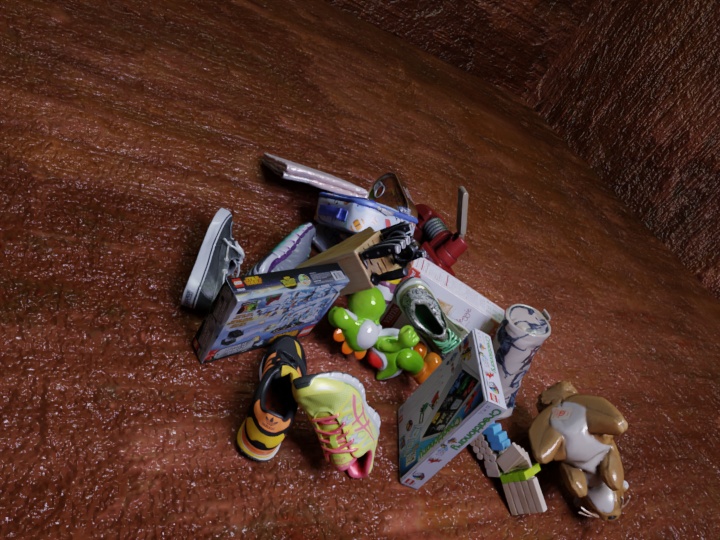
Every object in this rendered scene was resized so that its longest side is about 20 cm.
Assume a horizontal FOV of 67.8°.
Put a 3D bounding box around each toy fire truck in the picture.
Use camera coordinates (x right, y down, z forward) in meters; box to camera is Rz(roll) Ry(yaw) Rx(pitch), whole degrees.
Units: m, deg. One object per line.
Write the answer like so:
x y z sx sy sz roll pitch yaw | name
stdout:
0.156 -0.084 1.095 0.128 0.200 0.178 29 25 -42 | toy fire truck

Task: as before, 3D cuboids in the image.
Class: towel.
-0.100 -0.195 1.124 0.187 0.033 0.200 14 13 -27 | towel

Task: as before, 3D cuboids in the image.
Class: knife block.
-0.004 -0.006 0.806 0.065 0.197 0.176 62 2 -12 | knife block

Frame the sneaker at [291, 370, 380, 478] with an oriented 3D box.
-0.024 0.196 0.666 0.201 0.077 0.092 54 30 -43 | sneaker

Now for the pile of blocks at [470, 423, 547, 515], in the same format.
0.225 0.279 0.838 0.061 0.083 0.201 -6 50 -45 | pile of blocks

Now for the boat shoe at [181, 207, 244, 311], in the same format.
-0.215 -0.018 0.824 0.067 0.074 0.201 19 36 -14 | boat shoe

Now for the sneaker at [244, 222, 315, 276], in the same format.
-0.119 -0.007 0.922 0.088 0.074 0.200 50 38 -9 | sneaker

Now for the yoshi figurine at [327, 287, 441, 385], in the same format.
0.043 0.093 0.856 0.198 0.112 0.114 34 41 -24 | yoshi figurine

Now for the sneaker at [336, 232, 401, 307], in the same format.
0.000 0.000 0.977 0.074 0.092 0.200 16 15 -32 | sneaker

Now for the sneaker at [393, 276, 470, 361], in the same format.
0.130 0.106 0.890 0.200 0.077 0.089 46 12 -13 | sneaker

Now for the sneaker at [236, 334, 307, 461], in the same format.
-0.099 0.146 0.707 0.069 0.091 0.202 27 34 -10 | sneaker

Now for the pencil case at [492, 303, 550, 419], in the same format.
0.254 0.155 0.909 0.088 0.204 0.078 -6 35 -33 | pencil case

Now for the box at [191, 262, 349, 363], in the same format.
-0.123 0.056 0.755 0.198 0.138 0.040 -9 55 -48 | box

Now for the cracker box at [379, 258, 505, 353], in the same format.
0.143 0.080 0.968 0.198 0.135 0.058 32 32 -3 | cracker box

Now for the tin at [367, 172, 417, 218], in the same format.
0.060 -0.126 1.134 0.042 0.112 0.202 34 27 -35 | tin

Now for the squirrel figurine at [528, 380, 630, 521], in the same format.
0.360 0.292 0.869 0.189 0.140 0.201 57 9 -16 | squirrel figurine

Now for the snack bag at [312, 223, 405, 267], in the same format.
0.000 -0.033 1.088 0.200 0.022 0.188 46 35 12 | snack bag

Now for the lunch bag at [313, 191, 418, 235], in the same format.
0.005 -0.097 1.003 0.158 0.077 0.199 16 2 -32 | lunch bag

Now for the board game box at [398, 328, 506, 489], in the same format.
0.117 0.192 0.741 0.034 0.201 0.128 25 34 -16 | board game box
